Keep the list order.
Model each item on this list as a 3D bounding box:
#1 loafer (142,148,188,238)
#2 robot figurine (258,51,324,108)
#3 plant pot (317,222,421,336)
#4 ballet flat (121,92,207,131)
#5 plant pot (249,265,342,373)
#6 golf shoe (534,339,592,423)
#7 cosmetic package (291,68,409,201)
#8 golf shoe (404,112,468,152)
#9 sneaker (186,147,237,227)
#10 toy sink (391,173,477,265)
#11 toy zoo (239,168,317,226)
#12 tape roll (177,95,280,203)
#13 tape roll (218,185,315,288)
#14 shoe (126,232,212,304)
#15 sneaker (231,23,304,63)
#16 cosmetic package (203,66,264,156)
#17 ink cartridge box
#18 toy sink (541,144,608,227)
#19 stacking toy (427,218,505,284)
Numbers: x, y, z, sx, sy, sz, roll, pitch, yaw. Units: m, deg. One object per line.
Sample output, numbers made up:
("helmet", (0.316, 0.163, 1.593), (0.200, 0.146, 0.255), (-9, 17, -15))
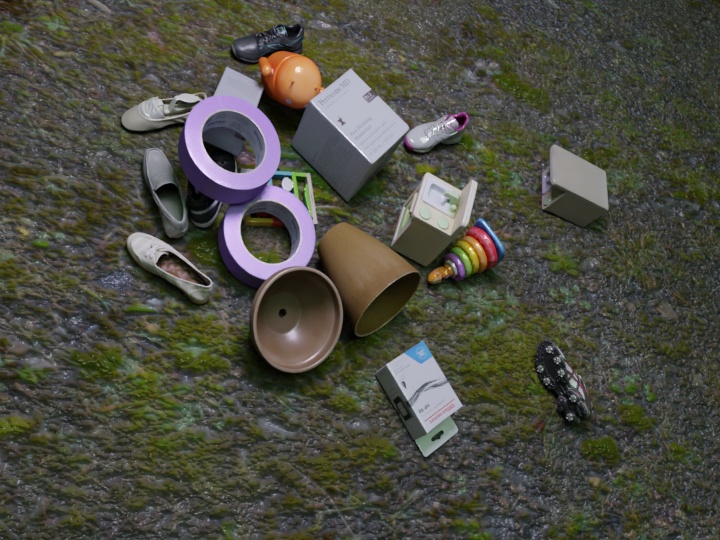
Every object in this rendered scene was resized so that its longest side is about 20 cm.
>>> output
("loafer", (-0.396, -0.168, 1.343), (0.068, 0.070, 0.204), (-17, 74, -30))
("robot figurine", (-0.162, -0.441, 1.517), (0.116, 0.199, 0.146), (-38, 124, -10))
("plant pot", (0.000, 0.000, 1.397), (0.184, 0.188, 0.201), (-28, 66, -32))
("ballet flat", (-0.420, -0.352, 1.425), (0.196, 0.070, 0.071), (-18, 74, -30))
("plant pot", (-0.138, 0.091, 1.302), (0.195, 0.092, 0.208), (-5, 99, -31))
("golf shoe", (0.481, 0.259, 1.557), (0.087, 0.077, 0.205), (-9, 71, -49))
("cosmetic package", (-0.027, -0.314, 1.530), (0.200, 0.165, 0.165), (43, 56, 1))
("golf shoe", (0.200, -0.368, 1.709), (0.196, 0.092, 0.077), (-23, 77, -30))
("sneaker", (-0.307, -0.202, 1.369), (0.071, 0.113, 0.205), (11, 60, 1))
("toy sink", (0.162, -0.129, 1.499), (0.110, 0.200, 0.133), (25, 58, -11))
("toy zoo", (-0.197, -0.162, 1.463), (0.194, 0.020, 0.135), (0, 66, -25))
("tape roll", (-0.260, -0.241, 1.307), (0.195, 0.065, 0.207), (12, 65, -26))
("tape roll", (-0.195, -0.070, 1.369), (0.194, 0.065, 0.207), (8, 71, -23))
("shoe", (-0.372, -0.014, 1.289), (0.198, 0.053, 0.071), (37, 56, -5))
("sneaker", (-0.226, -0.570, 1.616), (0.196, 0.079, 0.077), (-20, 75, -30))
("cosmetic package", (-0.284, -0.355, 1.457), (0.099, 0.075, 0.204), (22, 45, -14))
("ink cartridge box", (0.134, 0.269, 1.380), (0.114, 0.067, 0.203), (-26, 78, -33))
("toy sink", (0.567, -0.228, 1.800), (0.195, 0.112, 0.134), (20, 58, -20))
("stacking toy", (0.239, -0.021, 1.562), (0.197, 0.117, 0.111), (-31, 77, -22))
